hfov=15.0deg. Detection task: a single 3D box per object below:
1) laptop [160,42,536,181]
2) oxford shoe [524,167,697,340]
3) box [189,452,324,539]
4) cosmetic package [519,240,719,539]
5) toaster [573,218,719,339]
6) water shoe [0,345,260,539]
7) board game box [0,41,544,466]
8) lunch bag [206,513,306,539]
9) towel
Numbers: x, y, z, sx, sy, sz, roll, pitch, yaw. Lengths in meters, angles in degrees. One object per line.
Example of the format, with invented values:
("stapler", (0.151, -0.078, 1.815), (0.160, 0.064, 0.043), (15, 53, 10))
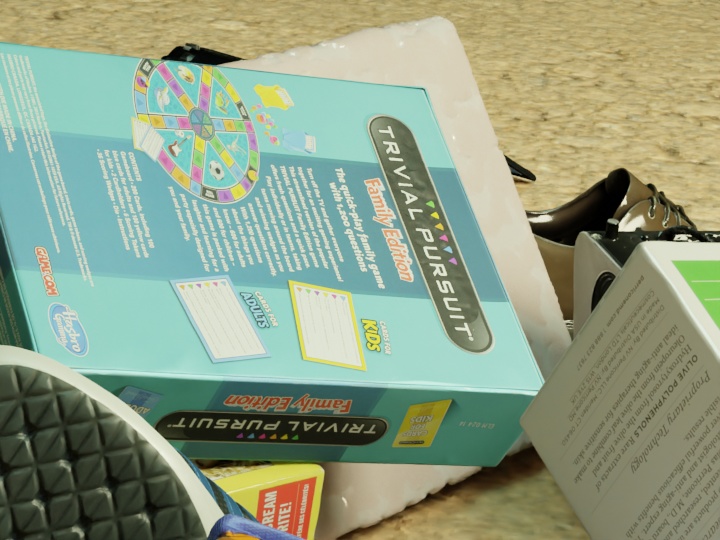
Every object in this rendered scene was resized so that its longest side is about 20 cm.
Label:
("laptop", (-0.035, -0.050, 1.472), (0.176, 0.104, 0.200), (17, 48, 31))
("oxford shoe", (0.142, -0.003, 1.280), (0.199, 0.085, 0.073), (1, 18, -17))
("box", (-0.108, 0.106, 0.928), (0.199, 0.076, 0.050), (-10, 31, -39))
("cosmetic package", (0.147, 0.091, 0.807), (0.107, 0.085, 0.200), (-1, 45, -39))
("toaster", (0.192, 0.057, 1.074), (0.199, 0.119, 0.181), (-1, 22, -16))
("water shoe", (-0.065, 0.098, 0.877), (0.200, 0.072, 0.079), (44, -2, -17))
("board game box", (-0.048, -0.005, 0.977), (0.199, 0.047, 0.152), (5, 48, -31))
("lunch bag", (0.025, 0.167, 0.735), (0.199, 0.124, 0.170), (23, 20, 1))
("towel", (0.000, 0.000, 1.112), (0.032, 0.192, 0.199), (-22, -2, 42))
